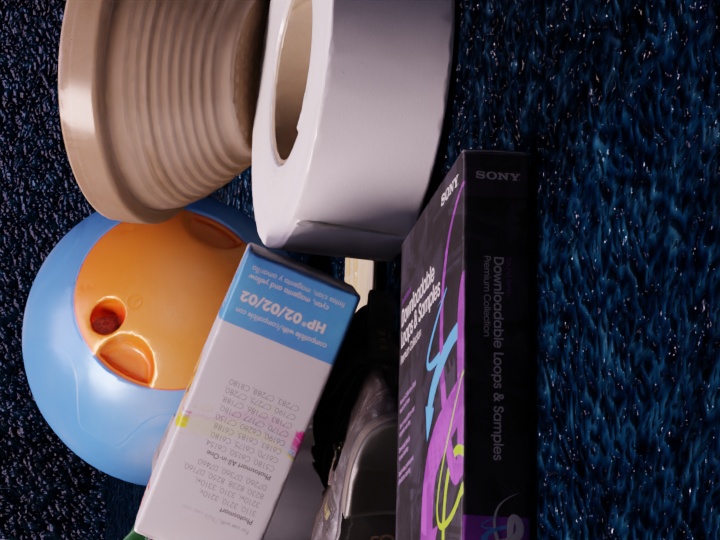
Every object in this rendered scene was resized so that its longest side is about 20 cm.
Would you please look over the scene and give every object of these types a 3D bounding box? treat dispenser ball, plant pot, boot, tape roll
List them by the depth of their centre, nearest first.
[{"bbox_3d":[-0.001,0.127,1.259,0.174,0.069,0.201,-114,40,-71],"label":"boot"},{"bbox_3d":[-0.007,-0.106,1.330,0.202,0.070,0.203,-173,90,-76],"label":"tape roll"},{"bbox_3d":[-0.099,-0.126,1.449,0.201,0.092,0.202,5,-90,-70],"label":"plant pot"},{"bbox_3d":[-0.131,0.047,1.621,0.201,0.200,0.202,-175,90,-80],"label":"treat dispenser ball"}]

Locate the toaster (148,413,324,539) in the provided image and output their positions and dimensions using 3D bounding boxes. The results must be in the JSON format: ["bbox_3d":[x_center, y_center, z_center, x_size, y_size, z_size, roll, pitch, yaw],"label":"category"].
[{"bbox_3d":[-0.066,0.189,1.429,0.200,0.118,0.182,123,149,-70],"label":"toaster"}]

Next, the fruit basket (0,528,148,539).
[{"bbox_3d":[-0.200,0.235,1.558,0.185,0.199,0.094,-44,52,40],"label":"fruit basket"}]

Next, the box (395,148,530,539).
[{"bbox_3d":[0.045,0.061,1.089,0.143,0.036,0.201,122,153,-69],"label":"box"}]

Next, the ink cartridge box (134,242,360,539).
[{"bbox_3d":[-0.069,0.091,1.278,0.115,0.068,0.201,-134,66,-87],"label":"ink cartridge box"}]

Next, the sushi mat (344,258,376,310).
[{"bbox_3d":[0.000,0.000,1.441,0.096,0.012,0.201,128,146,-71],"label":"sushi mat"}]

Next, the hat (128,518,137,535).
[{"bbox_3d":[-0.066,0.232,1.697,0.200,0.176,0.166,-32,-40,-51],"label":"hat"}]
